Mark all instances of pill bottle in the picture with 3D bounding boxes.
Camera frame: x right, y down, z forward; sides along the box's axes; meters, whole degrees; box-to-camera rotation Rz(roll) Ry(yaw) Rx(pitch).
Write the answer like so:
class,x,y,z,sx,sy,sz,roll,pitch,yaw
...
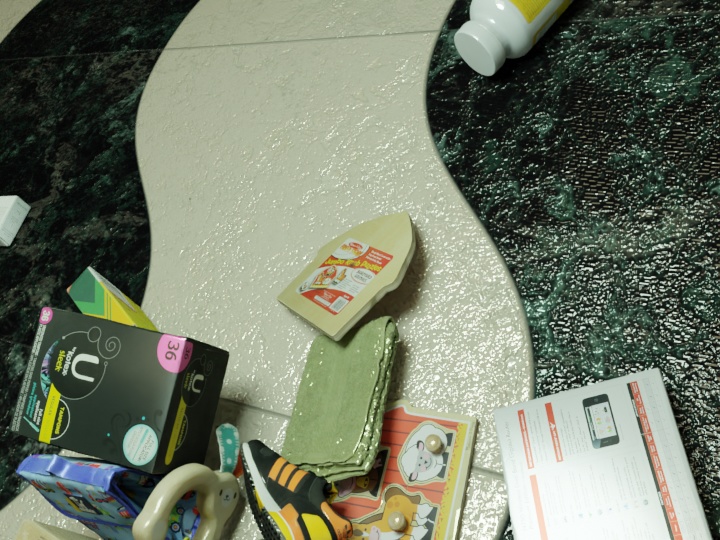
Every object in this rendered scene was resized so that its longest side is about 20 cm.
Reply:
class,x,y,z,sx,sy,sz,roll,pitch,yaw
pill bottle,0.229,-0.384,1.134,0.200,0.112,0.111,-48,49,-8

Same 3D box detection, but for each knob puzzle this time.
class,x,y,z,sx,sy,sz,roll,pitch,yaw
knob puzzle,0.000,0.000,1.034,0.216,0.031,0.222,-28,30,17
knob puzzle,0.023,0.236,0.878,0.215,0.031,0.224,-15,53,21

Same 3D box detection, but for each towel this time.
class,x,y,z,sx,sy,sz,roll,pitch,yaw
towel,-0.024,0.156,0.935,0.146,0.036,0.204,-18,48,38

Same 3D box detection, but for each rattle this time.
class,x,y,z,sx,sy,sz,roll,pitch,yaw
rattle,-0.148,0.267,0.877,0.141,0.133,0.199,-11,14,38

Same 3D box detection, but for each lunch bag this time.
class,x,y,z,sx,sy,sz,roll,pitch,yaw
lunch bag,-0.295,0.261,0.927,0.147,0.201,0.096,1,58,30

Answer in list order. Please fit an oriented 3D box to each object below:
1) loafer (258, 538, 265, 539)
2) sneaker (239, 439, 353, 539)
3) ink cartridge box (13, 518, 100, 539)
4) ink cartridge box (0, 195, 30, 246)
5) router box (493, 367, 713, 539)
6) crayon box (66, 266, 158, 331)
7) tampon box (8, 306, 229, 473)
class,x,y,z,sx,sy,sz,roll,pitch,yaw
loafer,-0.132,0.380,0.839,0.074,0.070,0.203,5,61,32
sneaker,-0.073,0.249,0.864,0.088,0.072,0.200,-12,23,-19
ink cartridge box,-0.280,0.364,0.871,0.197,0.165,0.076,13,68,36
ink cartridge box,-0.757,-0.062,1.521,0.196,0.044,0.177,2,60,30
router box,0.233,0.214,0.760,0.176,0.049,0.204,-17,52,19
crayon box,-0.329,0.089,1.115,0.051,0.127,0.199,-46,48,-8
tampon box,-0.282,0.144,0.930,0.195,0.126,0.154,9,80,17
